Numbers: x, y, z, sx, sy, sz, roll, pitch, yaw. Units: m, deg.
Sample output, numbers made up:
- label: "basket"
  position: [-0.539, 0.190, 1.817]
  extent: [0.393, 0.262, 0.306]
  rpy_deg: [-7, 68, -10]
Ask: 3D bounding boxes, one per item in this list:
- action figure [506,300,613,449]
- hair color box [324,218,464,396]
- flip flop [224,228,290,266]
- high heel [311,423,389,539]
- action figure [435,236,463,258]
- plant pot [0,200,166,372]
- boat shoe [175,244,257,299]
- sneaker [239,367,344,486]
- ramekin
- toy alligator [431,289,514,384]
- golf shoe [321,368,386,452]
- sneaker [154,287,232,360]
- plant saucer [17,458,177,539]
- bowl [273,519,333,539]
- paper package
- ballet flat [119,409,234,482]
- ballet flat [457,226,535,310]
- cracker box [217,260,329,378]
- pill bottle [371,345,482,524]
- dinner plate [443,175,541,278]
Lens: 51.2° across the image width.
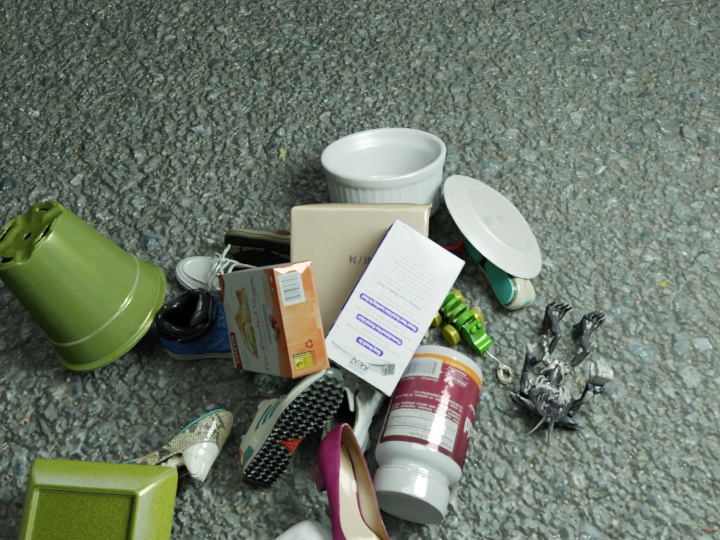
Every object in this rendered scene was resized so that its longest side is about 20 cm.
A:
- label: "action figure"
  position: [0.271, 0.133, 1.017]
  extent: [0.117, 0.103, 0.202]
  rpy_deg: [20, 56, 4]
- label: "hair color box"
  position: [0.038, 0.049, 0.981]
  extent: [0.109, 0.065, 0.201]
  rpy_deg: [32, 80, -3]
- label: "flip flop"
  position: [-0.121, -0.033, 1.188]
  extent: [0.198, 0.082, 0.058]
  rpy_deg: [14, 42, 20]
- label: "high heel"
  position: [0.001, 0.281, 0.873]
  extent: [0.067, 0.097, 0.201]
  rpy_deg: [-12, 53, -37]
- label: "action figure"
  position: [0.062, -0.038, 1.189]
  extent: [0.197, 0.052, 0.066]
  rpy_deg: [4, 58, 10]
- label: "plant pot"
  position: [-0.412, 0.007, 1.066]
  extent: [0.198, 0.191, 0.202]
  rpy_deg: [-17, 45, 17]
- label: "boat shoe"
  position: [-0.200, 0.007, 1.151]
  extent: [0.200, 0.087, 0.075]
  rpy_deg: [18, 57, 16]
- label: "sneaker"
  position: [-0.100, 0.184, 0.979]
  extent: [0.201, 0.070, 0.094]
  rpy_deg: [-54, 36, 19]
- label: "ramekin"
  position: [0.039, -0.145, 1.201]
  extent: [0.197, 0.099, 0.201]
  rpy_deg: [-4, 31, 2]
- label: "toy alligator"
  position: [0.154, 0.080, 1.091]
  extent: [0.059, 0.055, 0.200]
  rpy_deg: [-33, 59, -18]
- label: "golf shoe"
  position: [-0.007, 0.168, 1.016]
  extent: [0.077, 0.098, 0.202]
  rpy_deg: [5, 54, 9]
- label: "sneaker"
  position: [-0.197, 0.074, 1.085]
  extent: [0.197, 0.112, 0.078]
  rpy_deg: [-5, 58, 0]
- label: "plant saucer"
  position: [-0.335, 0.336, 0.912]
  extent: [0.197, 0.048, 0.203]
  rpy_deg: [2, 74, 6]
- label: "bowl"
  position: [-0.070, 0.405, 0.866]
  extent: [0.199, 0.075, 0.199]
  rpy_deg: [-38, 60, -19]
- label: "paper package"
  position: [0.000, 0.000, 1.078]
  extent: [0.197, 0.103, 0.194]
  rpy_deg: [0, 92, 0]
- label: "ballet flat"
  position: [-0.247, 0.260, 0.984]
  extent: [0.198, 0.068, 0.075]
  rpy_deg: [-27, 43, -9]
- label: "ballet flat"
  position: [0.212, -0.023, 1.162]
  extent: [0.069, 0.070, 0.202]
  rpy_deg: [-16, 57, -8]
- label: "cracker box"
  position: [-0.119, 0.063, 0.981]
  extent: [0.057, 0.199, 0.136]
  rpy_deg: [-12, 93, -29]
- label: "pill bottle"
  position: [0.085, 0.210, 0.967]
  extent: [0.113, 0.115, 0.202]
  rpy_deg: [12, 56, 13]
- label: "dinner plate"
  position: [0.208, -0.074, 1.141]
  extent: [0.199, 0.024, 0.202]
  rpy_deg: [27, 37, -23]
